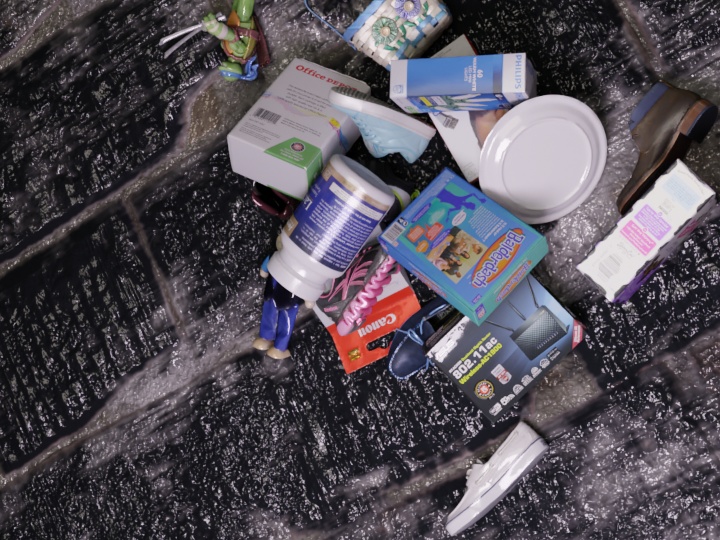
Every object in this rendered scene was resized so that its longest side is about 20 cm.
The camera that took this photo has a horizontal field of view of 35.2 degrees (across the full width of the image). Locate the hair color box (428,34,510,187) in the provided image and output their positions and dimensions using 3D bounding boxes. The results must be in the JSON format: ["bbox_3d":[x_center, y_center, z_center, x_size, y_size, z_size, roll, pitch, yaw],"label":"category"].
[{"bbox_3d":[0.168,-0.243,1.734,0.110,0.064,0.201,-33,79,14],"label":"hair color box"}]

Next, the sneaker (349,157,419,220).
[{"bbox_3d":[0.010,-0.142,1.795,0.199,0.072,0.083,33,55,30],"label":"sneaker"}]

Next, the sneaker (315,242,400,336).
[{"bbox_3d":[0.000,0.000,1.738,0.095,0.079,0.201,39,105,17],"label":"sneaker"}]

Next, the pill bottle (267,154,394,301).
[{"bbox_3d":[-0.047,-0.061,1.688,0.115,0.116,0.201,39,103,17],"label":"pill bottle"}]

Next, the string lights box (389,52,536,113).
[{"bbox_3d":[0.151,-0.272,1.654,0.198,0.103,0.060,0,85,19],"label":"string lights box"}]

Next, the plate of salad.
[{"bbox_3d":[0.264,-0.164,1.661,0.197,0.048,0.202,-6,120,-11],"label":"plate of salad"}]

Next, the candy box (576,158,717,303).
[{"bbox_3d":[0.403,-0.050,1.584,0.072,0.168,0.200,45,102,15],"label":"candy box"}]

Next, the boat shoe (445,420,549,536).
[{"bbox_3d":[0.192,0.310,1.698,0.200,0.072,0.066,-48,70,11],"label":"boat shoe"}]

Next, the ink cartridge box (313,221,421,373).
[{"bbox_3d":[0.000,0.039,1.790,0.159,0.047,0.202,-27,77,17],"label":"ink cartridge box"}]

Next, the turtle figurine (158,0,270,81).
[{"bbox_3d":[-0.233,-0.420,1.845,0.198,0.144,0.196,20,91,16],"label":"turtle figurine"}]

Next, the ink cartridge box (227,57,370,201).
[{"bbox_3d":[-0.091,-0.221,1.763,0.144,0.084,0.201,24,56,19],"label":"ink cartridge box"}]

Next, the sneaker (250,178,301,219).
[{"bbox_3d":[-0.156,-0.162,1.817,0.076,0.115,0.201,-44,75,18],"label":"sneaker"}]

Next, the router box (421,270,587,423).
[{"bbox_3d":[0.211,0.100,1.665,0.150,0.062,0.200,44,98,-9],"label":"router box"}]

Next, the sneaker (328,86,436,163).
[{"bbox_3d":[0.026,-0.213,1.723,0.083,0.198,0.074,-64,34,11],"label":"sneaker"}]

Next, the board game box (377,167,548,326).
[{"bbox_3d":[0.146,-0.037,1.626,0.152,0.045,0.200,-44,57,-10],"label":"board game box"}]

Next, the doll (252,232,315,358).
[{"bbox_3d":[-0.121,0.035,1.802,0.136,0.048,0.202,25,112,43],"label":"doll"}]

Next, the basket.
[{"bbox_3d":[0.036,-0.416,1.748,0.200,0.139,0.177,44,103,6],"label":"basket"}]

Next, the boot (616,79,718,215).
[{"bbox_3d":[0.419,-0.179,1.648,0.201,0.074,0.097,-51,56,10],"label":"boot"}]

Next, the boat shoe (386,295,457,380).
[{"bbox_3d":[0.109,0.087,1.724,0.084,0.069,0.201,33,102,-14],"label":"boat shoe"}]
